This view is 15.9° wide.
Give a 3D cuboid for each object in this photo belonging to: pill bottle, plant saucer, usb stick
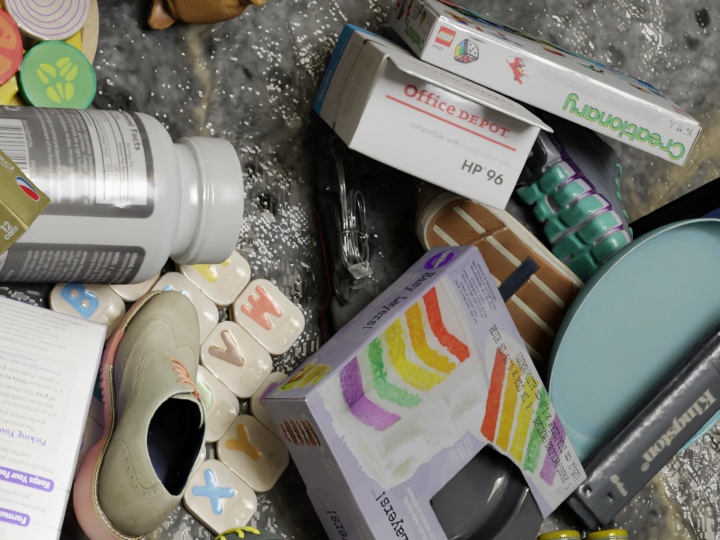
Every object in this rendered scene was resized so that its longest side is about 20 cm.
[{"bbox_3d":[-0.179,-0.046,1.615,0.200,0.111,0.111,2,74,-24],"label":"pill bottle"},{"bbox_3d":[0.203,0.049,1.786,0.200,0.027,0.200,-19,126,-28],"label":"plant saucer"},{"bbox_3d":[0.217,0.098,1.786,0.200,0.033,0.055,-44,139,-6],"label":"usb stick"}]

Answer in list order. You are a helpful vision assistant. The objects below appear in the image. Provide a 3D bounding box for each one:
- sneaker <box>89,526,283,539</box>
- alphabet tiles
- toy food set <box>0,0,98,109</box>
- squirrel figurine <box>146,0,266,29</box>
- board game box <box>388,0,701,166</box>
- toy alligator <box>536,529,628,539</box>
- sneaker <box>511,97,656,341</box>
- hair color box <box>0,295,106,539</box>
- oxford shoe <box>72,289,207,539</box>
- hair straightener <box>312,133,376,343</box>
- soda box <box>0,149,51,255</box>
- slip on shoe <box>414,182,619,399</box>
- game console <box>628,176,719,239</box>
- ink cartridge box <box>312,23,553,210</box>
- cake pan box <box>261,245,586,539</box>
[{"bbox_3d":[-0.093,0.197,1.624,0.200,0.074,0.085,24,59,-30],"label":"sneaker"},{"bbox_3d":[-0.122,0.071,1.673,0.196,0.015,0.200,43,60,-10],"label":"alphabet tiles"},{"bbox_3d":[-0.254,-0.177,1.656,0.198,0.049,0.200,1,74,-28],"label":"toy food set"},{"bbox_3d":[-0.130,-0.248,1.685,0.200,0.141,0.187,-32,113,-63],"label":"squirrel figurine"},{"bbox_3d":[0.124,-0.135,1.761,0.200,0.126,0.035,21,101,-14],"label":"board game box"},{"bbox_3d":[0.137,0.206,1.747,0.200,0.054,0.059,1,74,-28],"label":"toy alligator"},{"bbox_3d":[0.172,-0.045,1.834,0.087,0.074,0.200,-29,90,-38],"label":"sneaker"},{"bbox_3d":[-0.230,0.118,1.564,0.109,0.065,0.200,16,66,-12],"label":"hair color box"},{"bbox_3d":[-0.118,0.084,1.594,0.071,0.074,0.200,39,39,-31],"label":"oxford shoe"},{"bbox_3d":[0.000,0.000,1.722,0.041,0.077,0.200,1,75,-19],"label":"hair straightener"},{"bbox_3d":[-0.276,0.009,1.507,0.200,0.068,0.064,-42,99,14],"label":"soda box"},{"bbox_3d":[0.106,0.013,1.786,0.076,0.061,0.200,-44,115,5],"label":"slip on shoe"},{"bbox_3d":[0.315,-0.018,1.825,0.176,0.200,0.117,-13,81,-31],"label":"game console"},{"bbox_3d":[0.045,-0.100,1.697,0.116,0.200,0.068,21,98,-13],"label":"ink cartridge box"},{"bbox_3d":[0.046,0.114,1.685,0.184,0.052,0.200,-38,113,-33],"label":"cake pan box"}]
